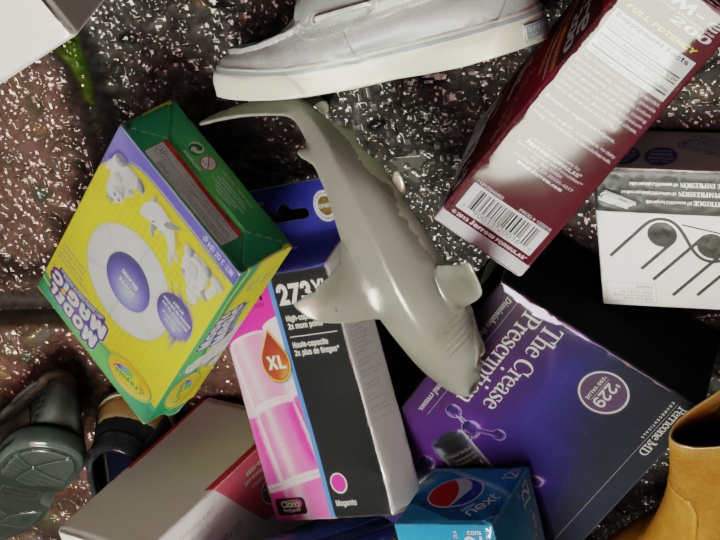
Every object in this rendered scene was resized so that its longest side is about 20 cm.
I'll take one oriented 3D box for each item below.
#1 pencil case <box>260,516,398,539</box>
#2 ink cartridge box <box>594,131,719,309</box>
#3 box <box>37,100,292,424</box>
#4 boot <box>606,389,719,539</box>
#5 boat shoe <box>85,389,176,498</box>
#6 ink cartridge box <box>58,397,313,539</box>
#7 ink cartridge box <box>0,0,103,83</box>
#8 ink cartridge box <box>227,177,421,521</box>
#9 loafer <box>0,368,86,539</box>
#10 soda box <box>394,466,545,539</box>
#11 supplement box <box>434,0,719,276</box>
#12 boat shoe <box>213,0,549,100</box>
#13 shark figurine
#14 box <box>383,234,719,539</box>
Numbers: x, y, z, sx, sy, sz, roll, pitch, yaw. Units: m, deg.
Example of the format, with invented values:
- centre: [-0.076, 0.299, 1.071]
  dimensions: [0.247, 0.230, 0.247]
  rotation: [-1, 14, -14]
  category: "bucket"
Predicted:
- centre: [-0.021, 0.186, 1.366]
  dimensions: [0.078, 0.200, 0.087]
  rotation: [54, 128, 23]
  category: "pencil case"
- centre: [0.231, -0.026, 1.228]
  dimensions: [0.199, 0.044, 0.094]
  rotation: [2, 126, 17]
  category: "ink cartridge box"
- centre: [-0.124, 0.004, 1.326]
  dimensions: [0.117, 0.048, 0.200]
  rotation: [50, 143, 13]
  category: "box"
- centre: [0.189, 0.130, 1.283]
  dimensions: [0.201, 0.071, 0.144]
  rotation: [-25, 142, 8]
  category: "boot"
- centre: [-0.143, 0.171, 1.481]
  dimensions: [0.074, 0.062, 0.200]
  rotation: [3, 126, 14]
  category: "boat shoe"
- centre: [-0.086, 0.207, 1.424]
  dimensions: [0.084, 0.145, 0.200]
  rotation: [10, 130, 41]
  category: "ink cartridge box"
- centre: [-0.241, -0.172, 1.220]
  dimensions: [0.200, 0.147, 0.146]
  rotation: [-27, 111, 31]
  category: "ink cartridge box"
- centre: [-0.031, 0.049, 1.321]
  dimensions: [0.095, 0.037, 0.201]
  rotation: [-9, 97, 41]
  category: "ink cartridge box"
- centre: [-0.233, 0.127, 1.489]
  dimensions: [0.072, 0.063, 0.200]
  rotation: [19, 147, -26]
  category: "loafer"
- centre: [0.080, 0.218, 1.320]
  dimensions: [0.064, 0.068, 0.200]
  rotation: [-4, 114, 26]
  category: "soda box"
- centre: [0.124, -0.102, 1.170]
  dimensions: [0.061, 0.109, 0.200]
  rotation: [34, 127, -6]
  category: "supplement box"
- centre: [0.005, -0.139, 1.220]
  dimensions: [0.200, 0.070, 0.072]
  rotation: [-9, 99, 27]
  category: "boat shoe"
- centre: [-0.009, -0.017, 1.216]
  dimensions: [0.089, 0.128, 0.215]
  rotation: [-33, 84, -10]
  category: "shark figurine"
- centre: [0.099, 0.086, 1.332]
  dimensions: [0.141, 0.079, 0.200]
  rotation: [30, 128, -7]
  category: "box"
